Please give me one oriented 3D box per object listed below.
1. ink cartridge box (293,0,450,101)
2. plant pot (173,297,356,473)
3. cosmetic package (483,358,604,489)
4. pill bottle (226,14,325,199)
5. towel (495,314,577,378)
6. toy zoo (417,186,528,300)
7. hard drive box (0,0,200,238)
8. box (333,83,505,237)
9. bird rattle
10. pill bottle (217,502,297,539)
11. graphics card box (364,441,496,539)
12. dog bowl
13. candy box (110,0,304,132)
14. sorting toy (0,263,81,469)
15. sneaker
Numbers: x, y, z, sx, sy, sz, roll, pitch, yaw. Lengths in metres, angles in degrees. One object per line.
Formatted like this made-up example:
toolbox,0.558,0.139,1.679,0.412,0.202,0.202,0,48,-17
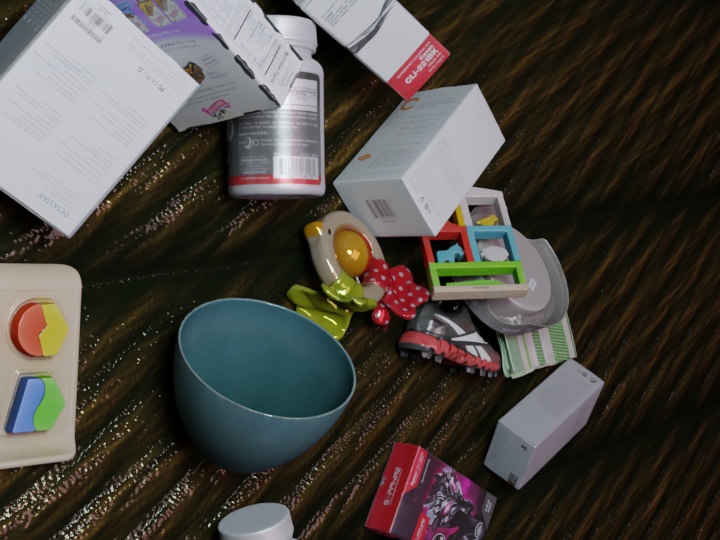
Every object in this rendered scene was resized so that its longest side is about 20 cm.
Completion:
ink cartridge box,-0.005,-0.316,1.351,0.084,0.144,0.200,-47,131,11
plant pot,-0.120,0.144,1.232,0.200,0.200,0.135,-12,134,-45
cosmetic package,0.276,0.228,1.675,0.200,0.074,0.102,-30,145,-41
pill bottle,-0.098,-0.184,1.287,0.114,0.114,0.200,-1,90,-46
towel,0.259,0.076,1.689,0.200,0.023,0.153,-7,83,-51
toy zoo,0.142,-0.049,1.507,0.131,0.020,0.200,-2,54,-13
hard drive box,-0.281,-0.159,1.068,0.200,0.077,0.156,-49,128,-2
box,0.079,-0.143,1.462,0.200,0.124,0.098,-52,125,-32
bird rattle,0.000,0.000,1.404,0.200,0.113,0.163,-17,85,-48
pill bottle,-0.104,0.377,1.281,0.113,0.113,0.200,-21,105,-44
graphics card box,0.101,0.333,1.536,0.200,0.051,0.126,40,62,-39
dog bowl,0.207,0.003,1.587,0.200,0.059,0.200,25,47,-30
candy box,-0.186,-0.245,1.155,0.200,0.168,0.072,47,53,-36
sorting toy,-0.352,0.093,1.080,0.185,0.036,0.200,1,89,-46
sneaker,0.135,0.092,1.556,0.200,0.071,0.098,22,75,-43
